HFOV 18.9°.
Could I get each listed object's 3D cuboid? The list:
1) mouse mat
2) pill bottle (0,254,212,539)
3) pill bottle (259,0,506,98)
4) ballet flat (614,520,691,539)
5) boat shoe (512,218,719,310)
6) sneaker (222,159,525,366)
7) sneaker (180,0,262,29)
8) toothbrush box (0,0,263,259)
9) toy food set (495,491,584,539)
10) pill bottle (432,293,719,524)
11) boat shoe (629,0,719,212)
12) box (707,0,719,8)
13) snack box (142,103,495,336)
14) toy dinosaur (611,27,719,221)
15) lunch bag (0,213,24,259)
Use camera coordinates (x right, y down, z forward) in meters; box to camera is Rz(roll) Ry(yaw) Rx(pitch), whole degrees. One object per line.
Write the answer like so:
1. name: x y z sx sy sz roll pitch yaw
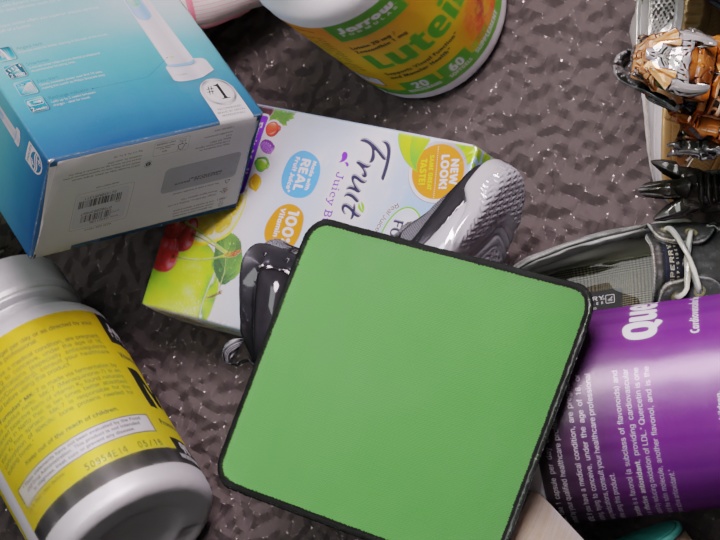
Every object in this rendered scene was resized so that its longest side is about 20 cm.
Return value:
1. mouse mat: 0.020 0.063 1.149 0.199 0.008 0.162 15 81 40
2. pill bottle: -0.185 0.093 1.349 0.114 0.114 0.200 -42 60 12
3. pill bottle: -0.002 -0.184 1.279 0.111 0.200 0.112 -9 71 27
4. ballet flat: 0.105 0.197 1.199 0.199 0.067 0.063 -24 94 25
5. boat shoe: 0.175 0.008 1.200 0.199 0.071 0.072 -15 68 23
6. sneaker: 0.000 0.000 1.236 0.114 0.075 0.200 40 97 26
7. sneaker: -0.096 -0.239 1.430 0.104 0.075 0.201 -16 50 -2
8. toothbrush box: -0.174 -0.118 1.316 0.200 0.146 0.085 54 143 29
9. toy food set: 0.062 0.219 1.161 0.200 0.060 0.144 -36 105 26
10. pill bottle: 0.143 0.075 1.150 0.199 0.112 0.113 -8 71 11
11. boat shoe: 0.188 -0.132 1.244 0.069 0.071 0.201 1 84 61
12. box: 0.226 -0.149 1.132 0.200 0.137 0.040 31 91 0
13. snack box: -0.024 -0.021 1.329 0.199 0.053 0.143 13 84 30
14. toy dinosaur: 0.215 -0.075 1.138 0.102 0.200 0.136 -60 20 -19
15. lunch bag: -0.286 -0.104 1.450 0.200 0.139 0.168 49 141 31
